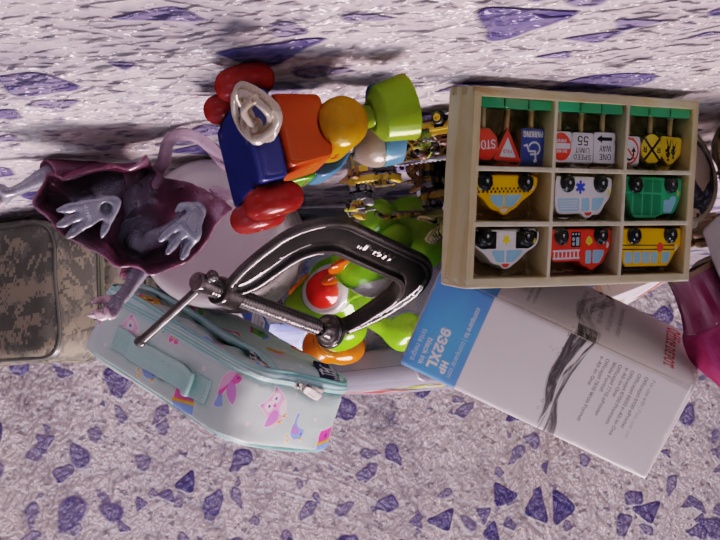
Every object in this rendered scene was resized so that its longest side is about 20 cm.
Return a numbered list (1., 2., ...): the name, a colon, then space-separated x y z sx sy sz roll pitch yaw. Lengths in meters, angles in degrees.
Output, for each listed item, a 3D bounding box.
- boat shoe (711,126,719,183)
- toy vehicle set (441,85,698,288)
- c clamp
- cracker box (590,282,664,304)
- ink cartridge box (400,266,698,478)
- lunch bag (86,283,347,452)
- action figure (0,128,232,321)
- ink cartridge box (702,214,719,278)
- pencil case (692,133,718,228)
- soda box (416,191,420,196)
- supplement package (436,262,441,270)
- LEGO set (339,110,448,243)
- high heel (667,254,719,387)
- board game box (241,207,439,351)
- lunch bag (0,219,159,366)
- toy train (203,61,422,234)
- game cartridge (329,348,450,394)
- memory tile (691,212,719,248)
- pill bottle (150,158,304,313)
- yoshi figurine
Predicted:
1. boat shoe: 0.302 -0.080 1.174 0.063 0.074 0.200 -12 180 25
2. toy vehicle set: 0.141 -0.054 0.987 0.199 0.125 0.026 -2 -174 -35
3. c clamp: -0.046 0.017 1.133 0.171 0.027 0.200 -41 144 26
4. cracker box: 0.184 0.022 1.354 0.200 0.058 0.134 -18 167 -42
5. ink cartridge box: 0.147 0.060 1.144 0.199 0.084 0.145 25 -164 7
6. lunch bag: -0.116 0.078 1.228 0.200 0.077 0.160 25 -178 35
7. action figure: -0.179 -0.055 1.080 0.149 0.134 0.200 -46 -165 -5
8. ink cartridge box: 0.359 -0.044 1.046 0.145 0.084 0.200 4 146 -31
9. pencil case: 0.183 -0.059 1.176 0.078 0.090 0.200 8 170 -37
10. soda box: 0.153 -0.058 1.307 0.199 0.068 0.064 -6 178 19
11. supplement package: 0.114 0.006 1.540 0.110 0.157 0.200 -3 175 -22
12. LEGO set: 0.078 -0.044 1.098 0.153 0.116 0.200 -6 175 18
13. high heel: 0.294 0.030 1.148 0.067 0.096 0.200 -24 177 28
14. board game box: -0.026 0.006 1.435 0.198 0.044 0.200 -3 -147 -22
15. lunch bag: -0.302 0.023 1.460 0.199 0.140 0.167 -6 174 35
16. toy train: -0.017 -0.081 0.835 0.115 0.085 0.200 -14 178 -12
17. game cartridge: 0.051 0.093 1.410 0.133 0.041 0.200 -13 170 27
18. memory tile: 0.309 -0.039 1.252 0.153 0.017 0.200 -17 -178 -41
19. pill bottle: -0.104 -0.022 1.231 0.114 0.115 0.200 -5 176 6
20. yoshi figurine: 0.015 0.001 1.252 0.112 0.112 0.200 30 148 -5
